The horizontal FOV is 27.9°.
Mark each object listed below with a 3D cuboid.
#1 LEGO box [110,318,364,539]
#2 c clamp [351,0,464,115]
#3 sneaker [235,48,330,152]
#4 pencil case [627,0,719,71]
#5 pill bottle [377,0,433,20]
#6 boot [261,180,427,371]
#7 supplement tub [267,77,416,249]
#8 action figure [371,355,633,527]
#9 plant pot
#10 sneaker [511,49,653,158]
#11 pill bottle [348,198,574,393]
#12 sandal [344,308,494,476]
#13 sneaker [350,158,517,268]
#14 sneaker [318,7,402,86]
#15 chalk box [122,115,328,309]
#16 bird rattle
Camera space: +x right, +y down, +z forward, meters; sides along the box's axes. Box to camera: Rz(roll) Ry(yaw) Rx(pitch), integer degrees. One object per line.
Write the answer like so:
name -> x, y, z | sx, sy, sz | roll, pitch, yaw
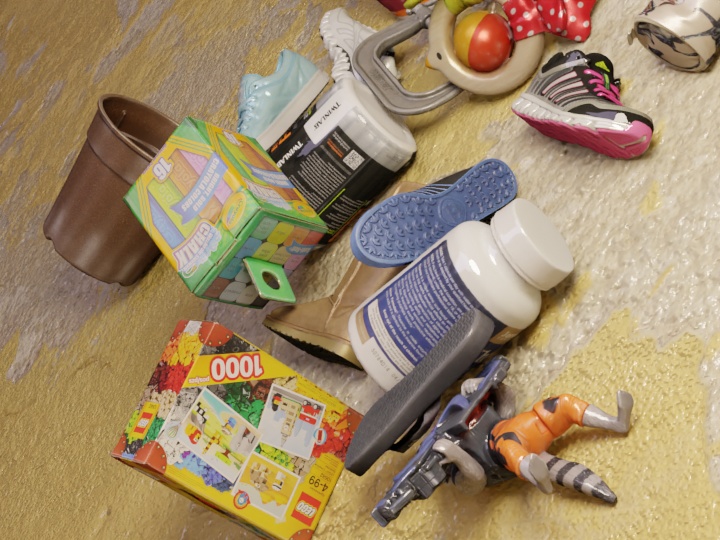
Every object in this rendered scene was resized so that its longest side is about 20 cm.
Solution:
LEGO box -> -0.115, 0.158, 1.396 | 0.077, 0.200, 0.149 | 1, 62, 55
c clamp -> 0.078, -0.251, 1.645 | 0.170, 0.027, 0.200 | -22, 43, -3
sneaker -> -0.121, -0.181, 1.692 | 0.200, 0.082, 0.074 | -52, 3, -33
pencil case -> 0.326, -0.278, 1.320 | 0.089, 0.078, 0.200 | 33, 89, 39
pill bottle -> 0.017, -0.403, 1.755 | 0.114, 0.200, 0.114 | -35, 35, 30
boot -> 0.000, 0.000, 1.531 | 0.175, 0.066, 0.200 | 16, 73, 49
supplement tub -> -0.043, -0.109, 1.631 | 0.200, 0.122, 0.123 | -44, 32, 17
action figure -> 0.107, 0.162, 1.185 | 0.200, 0.105, 0.193 | -45, 18, -29
plant pot -> -0.315, -0.101, 1.954 | 0.198, 0.200, 0.200 | -54, 30, 17
sneaker -> 0.217, -0.165, 1.369 | 0.088, 0.074, 0.200 | -61, 26, 1
pill bottle -> 0.093, 0.026, 1.321 | 0.200, 0.111, 0.111 | -40, 34, 25
sandal -> 0.053, 0.118, 1.270 | 0.200, 0.043, 0.076 | -47, 13, 27
sneaker -> 0.063, -0.046, 1.407 | 0.200, 0.070, 0.078 | -24, -6, -32
sneaker -> 0.002, -0.270, 1.789 | 0.081, 0.075, 0.200 | -31, 38, 12
chalk box -> -0.131, -0.046, 1.530 | 0.124, 0.124, 0.200 | -50, 60, 16
bird rattle -> 0.144, -0.265, 1.528 | 0.113, 0.199, 0.164 | -48, -25, -59
